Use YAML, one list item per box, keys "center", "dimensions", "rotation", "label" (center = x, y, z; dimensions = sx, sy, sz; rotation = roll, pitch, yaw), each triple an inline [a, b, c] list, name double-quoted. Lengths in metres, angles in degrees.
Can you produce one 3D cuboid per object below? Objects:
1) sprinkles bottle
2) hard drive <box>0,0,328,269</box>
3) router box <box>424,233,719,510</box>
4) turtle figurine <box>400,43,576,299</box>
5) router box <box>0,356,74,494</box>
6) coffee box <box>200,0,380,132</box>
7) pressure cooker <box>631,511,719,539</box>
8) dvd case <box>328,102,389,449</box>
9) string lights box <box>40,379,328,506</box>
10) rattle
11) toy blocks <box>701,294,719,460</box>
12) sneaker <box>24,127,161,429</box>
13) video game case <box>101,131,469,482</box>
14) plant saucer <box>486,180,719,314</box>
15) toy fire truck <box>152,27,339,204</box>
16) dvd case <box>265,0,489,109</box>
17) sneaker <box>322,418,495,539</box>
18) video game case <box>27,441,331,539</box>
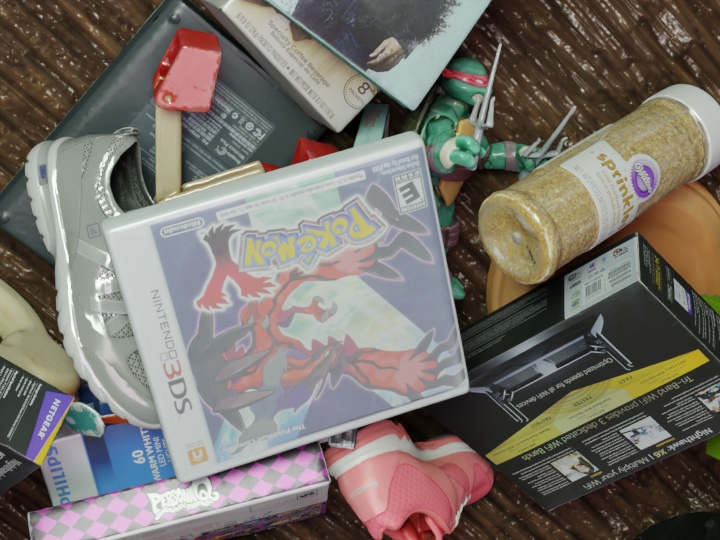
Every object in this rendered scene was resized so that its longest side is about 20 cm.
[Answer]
- center: [0.170, -0.062, 0.987]
  dimensions: [0.200, 0.068, 0.068]
  rotation: [-31, 120, -32]
  label: "sprinkles bottle"
- center: [-0.138, -0.070, 0.986]
  dimensions: [0.139, 0.033, 0.200]
  rotation: [39, 100, -24]
  label: "hard drive"
- center: [0.165, 0.080, 1.040]
  dimensions: [0.200, 0.052, 0.157]
  rotation: [-31, 121, 31]
  label: "router box"
- center: [0.069, -0.071, 0.998]
  dimensions: [0.150, 0.101, 0.200]
  rotation: [-12, 125, -52]
  label: "turtle figurine"
- center: [-0.291, 0.089, 0.905]
  dimensions: [0.157, 0.052, 0.200]
  rotation: [32, 146, -17]
  label: "router box"
- center: [0.009, -0.202, 0.920]
  dimensions: [0.200, 0.080, 0.113]
  rotation: [-46, 114, -1]
  label: "coffee box"
- center: [0.304, 0.315, 1.165]
  dimensions: [0.200, 0.176, 0.179]
  rotation: [47, 70, -25]
  label: "pressure cooker"
- center: [0.000, 0.000, 0.985]
  dimensions: [0.022, 0.146, 0.200]
  rotation: [6, 113, 2]
  label: "dvd case"
- center: [-0.126, 0.097, 1.021]
  dimensions: [0.199, 0.103, 0.059]
  rotation: [-14, 116, -6]
  label: "string lights box"
- center: [-0.259, 0.084, 0.956]
  dimensions: [0.200, 0.130, 0.143]
  rotation: [40, 88, -3]
  label: "rattle"
- center: [0.335, 0.040, 1.092]
  dimensions: [0.137, 0.100, 0.200]
  rotation: [-18, 120, -40]
  label: "toy blocks"
- center: [-0.148, 0.004, 0.914]
  dimensions: [0.082, 0.075, 0.200]
  rotation: [-18, 93, 23]
  label: "sneaker"
- center: [-0.040, 0.025, 0.892]
  dimensions: [0.200, 0.023, 0.183]
  rotation: [-17, 116, -9]
  label: "video game case"
- center: [0.195, 0.014, 1.091]
  dimensions: [0.200, 0.037, 0.201]
  rotation: [-4, 113, -11]
  label: "plant saucer"
- center: [-0.085, -0.048, 0.962]
  dimensions: [0.141, 0.049, 0.200]
  rotation: [12, 110, -16]
  label: "toy fire truck"
- center: [0.033, -0.219, 0.860]
  dimensions: [0.146, 0.022, 0.200]
  rotation: [35, 91, -24]
  label: "dvd case"
- center: [0.043, 0.170, 1.060]
  dimensions: [0.074, 0.087, 0.200]
  rotation: [-33, 153, 23]
  label: "sneaker"
- center: [-0.122, 0.173, 1.024]
  dimensions: [0.199, 0.181, 0.036]
  rotation: [-14, 75, -6]
  label: "video game case"
